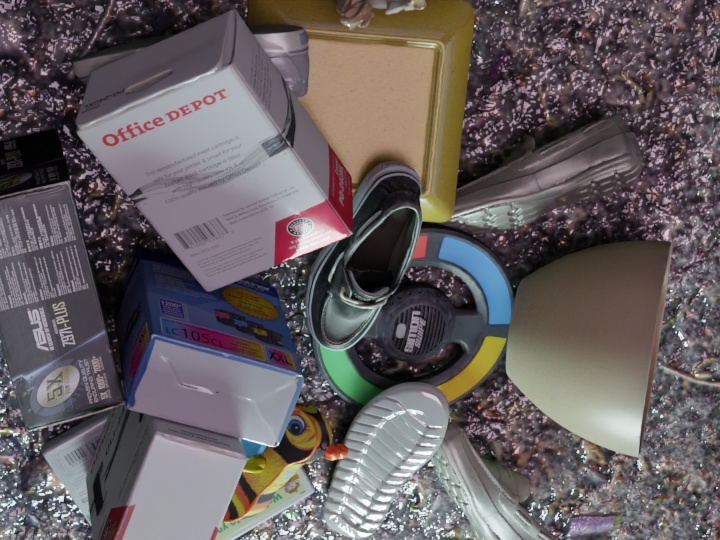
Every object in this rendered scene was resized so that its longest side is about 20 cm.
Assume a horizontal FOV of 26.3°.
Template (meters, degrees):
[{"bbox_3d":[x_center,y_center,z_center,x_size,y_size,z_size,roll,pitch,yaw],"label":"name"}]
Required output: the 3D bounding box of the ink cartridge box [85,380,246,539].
[{"bbox_3d":[-0.172,0.170,1.329,0.084,0.200,0.145,18,103,-17],"label":"ink cartridge box"}]

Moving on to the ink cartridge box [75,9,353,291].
[{"bbox_3d":[-0.114,-0.095,1.252,0.145,0.084,0.200,-20,130,19],"label":"ink cartridge box"}]

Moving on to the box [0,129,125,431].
[{"bbox_3d":[-0.266,0.004,1.284,0.086,0.164,0.201,-14,113,-10],"label":"box"}]

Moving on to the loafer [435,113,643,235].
[{"bbox_3d":[0.160,-0.088,1.426,0.199,0.070,0.070,-18,158,1],"label":"loafer"}]

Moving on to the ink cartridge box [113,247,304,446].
[{"bbox_3d":[-0.135,0.055,1.320,0.136,0.200,0.077,17,109,-20],"label":"ink cartridge box"}]

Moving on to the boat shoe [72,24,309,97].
[{"bbox_3d":[-0.140,-0.160,1.285,0.200,0.070,0.072,-5,106,7],"label":"boat shoe"}]

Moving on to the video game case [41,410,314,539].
[{"bbox_3d":[-0.169,0.188,1.456,0.200,0.022,0.182,-30,114,-4],"label":"video game case"}]

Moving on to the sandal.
[{"bbox_3d":[0.018,0.173,1.478,0.082,0.050,0.203,27,121,-8],"label":"sandal"}]

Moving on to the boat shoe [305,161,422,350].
[{"bbox_3d":[0.000,0.000,1.344,0.072,0.071,0.200,12,125,-13],"label":"boat shoe"}]

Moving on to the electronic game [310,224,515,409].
[{"bbox_3d":[0.051,0.050,1.446,0.199,0.042,0.201,-6,118,-12],"label":"electronic game"}]

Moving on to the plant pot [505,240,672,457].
[{"bbox_3d":[0.209,0.062,1.439,0.134,0.200,0.201,9,109,12],"label":"plant pot"}]

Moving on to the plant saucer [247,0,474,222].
[{"bbox_3d":[-0.003,-0.140,1.344,0.199,0.048,0.201,3,104,-7],"label":"plant saucer"}]

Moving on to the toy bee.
[{"bbox_3d":[-0.073,0.158,1.391,0.131,0.109,0.200,-25,143,-52],"label":"toy bee"}]

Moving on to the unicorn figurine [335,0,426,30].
[{"bbox_3d":[0.065,-0.261,1.293,0.199,0.137,0.074,-15,101,-6],"label":"unicorn figurine"}]

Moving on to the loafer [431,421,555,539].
[{"bbox_3d":[0.130,0.218,1.521,0.070,0.070,0.200,-37,121,-10],"label":"loafer"}]
